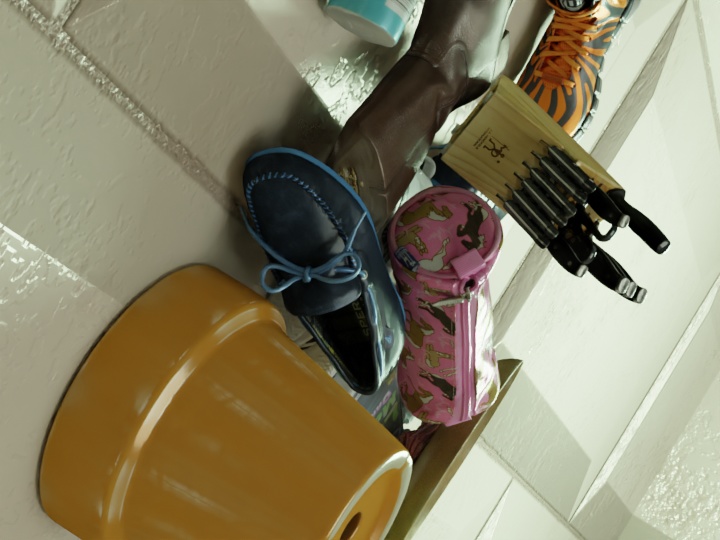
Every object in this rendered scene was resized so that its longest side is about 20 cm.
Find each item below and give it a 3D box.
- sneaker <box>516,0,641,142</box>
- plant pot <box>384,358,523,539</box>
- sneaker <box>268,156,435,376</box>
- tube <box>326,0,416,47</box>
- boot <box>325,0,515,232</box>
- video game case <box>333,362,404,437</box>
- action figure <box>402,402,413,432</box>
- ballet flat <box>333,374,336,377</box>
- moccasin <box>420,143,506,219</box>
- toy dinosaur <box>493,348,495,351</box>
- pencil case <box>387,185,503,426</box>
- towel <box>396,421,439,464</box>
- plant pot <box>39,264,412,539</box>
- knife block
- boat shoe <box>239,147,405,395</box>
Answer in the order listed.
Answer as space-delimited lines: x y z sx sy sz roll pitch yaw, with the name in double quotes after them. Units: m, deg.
0.166 -0.193 1.568 0.200 0.078 0.112 -68 158 -10 "sneaker"
0.069 0.150 1.554 0.200 0.027 0.200 -56 173 -10 "plant pot"
0.000 0.000 1.411 0.115 0.075 0.200 -10 124 -62 "sneaker"
0.045 -0.242 1.226 0.200 0.050 0.077 -62 174 -8 "tube"
0.036 -0.142 1.278 0.200 0.064 0.186 -49 147 -34 "boot"
-0.028 0.160 1.460 0.200 0.023 0.182 -54 160 -24 "video game case"
0.051 0.094 1.673 0.200 0.069 0.130 -37 137 -61 "action figure"
-0.075 0.127 1.450 0.067 0.068 0.200 35 81 -51 "ballet flat"
0.091 -0.080 1.538 0.068 0.080 0.200 -47 175 7 "moccasin"
0.042 0.026 1.544 0.058 0.200 0.101 -25 114 -10 "toy dinosaur"
0.063 0.030 1.378 0.200 0.083 0.087 86 28 -53 "pencil case"
0.005 0.210 1.573 0.200 0.023 0.144 -58 171 8 "towel"
-0.075 0.126 1.244 0.200 0.183 0.200 -49 158 -27 "plant pot"
0.145 -0.057 1.378 0.064 0.176 0.200 -50 -177 12 "knife block"
-0.017 0.004 1.269 0.200 0.084 0.069 53 34 -36 "boat shoe"
